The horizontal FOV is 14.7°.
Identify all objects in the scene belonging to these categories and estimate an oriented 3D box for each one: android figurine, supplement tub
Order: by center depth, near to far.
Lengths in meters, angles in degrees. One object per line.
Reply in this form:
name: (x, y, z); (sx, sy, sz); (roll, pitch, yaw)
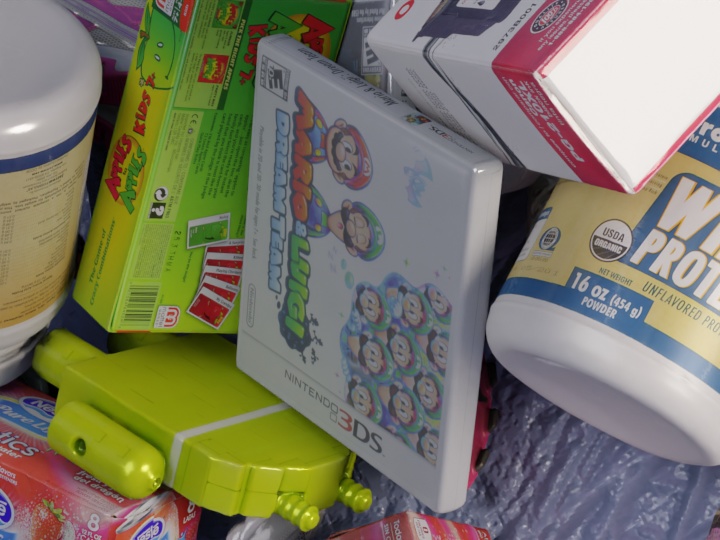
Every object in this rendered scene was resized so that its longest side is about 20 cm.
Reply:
supplement tub: (0.165, -0.019, 1.403); (0.144, 0.145, 0.201); (22, 78, 30)
supplement tub: (-0.221, -0.045, 1.528); (0.144, 0.144, 0.201); (41, 137, 29)
android figurine: (-0.082, 0.084, 1.536); (0.199, 0.182, 0.041); (30, 115, 29)

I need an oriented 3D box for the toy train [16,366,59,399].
toy train: (-0.188, 0.107, 1.648); (0.199, 0.085, 0.115); (11, 95, 30)

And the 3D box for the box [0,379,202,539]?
box: (-0.193, 0.130, 1.555); (0.199, 0.095, 0.100); (23, 113, 27)

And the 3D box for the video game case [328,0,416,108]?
video game case: (-0.036, -0.062, 1.566); (0.199, 0.023, 0.183); (3, 92, 54)

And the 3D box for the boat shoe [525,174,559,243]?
boat shoe: (0.123, -0.023, 1.506); (0.073, 0.065, 0.202); (-17, 73, 25)

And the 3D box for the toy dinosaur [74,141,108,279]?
toy dinosaur: (-0.150, -0.093, 1.652); (0.199, 0.105, 0.183); (-21, 74, 22)

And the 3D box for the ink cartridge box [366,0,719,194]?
ink cartridge box: (0.109, -0.125, 1.360); (0.145, 0.084, 0.200); (-46, 23, -10)

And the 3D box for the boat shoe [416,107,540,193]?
boat shoe: (0.044, -0.095, 1.548); (0.199, 0.067, 0.072); (25, 112, 46)

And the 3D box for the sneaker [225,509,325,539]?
sneaker: (-0.058, 0.214, 1.568); (0.082, 0.075, 0.201); (26, 100, 16)

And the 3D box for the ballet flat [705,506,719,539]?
ballet flat: (0.226, 0.072, 1.436); (0.071, 0.069, 0.201); (28, 95, 50)

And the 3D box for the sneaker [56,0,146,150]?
sneaker: (-0.164, -0.122, 1.601); (0.199, 0.088, 0.082); (18, 130, 7)

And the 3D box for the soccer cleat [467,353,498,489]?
soccer cleat: (0.024, 0.035, 1.556); (0.086, 0.070, 0.202); (-18, 67, 36)

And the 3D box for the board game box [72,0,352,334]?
board game box: (-0.082, -0.066, 1.525); (0.048, 0.101, 0.201); (39, 119, 47)

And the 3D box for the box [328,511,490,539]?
box: (0.032, 0.238, 1.477); (0.095, 0.100, 0.201); (-22, 70, 24)

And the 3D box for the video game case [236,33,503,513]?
video game case: (0.000, 0.000, 1.465); (0.182, 0.024, 0.201); (33, 128, 43)
